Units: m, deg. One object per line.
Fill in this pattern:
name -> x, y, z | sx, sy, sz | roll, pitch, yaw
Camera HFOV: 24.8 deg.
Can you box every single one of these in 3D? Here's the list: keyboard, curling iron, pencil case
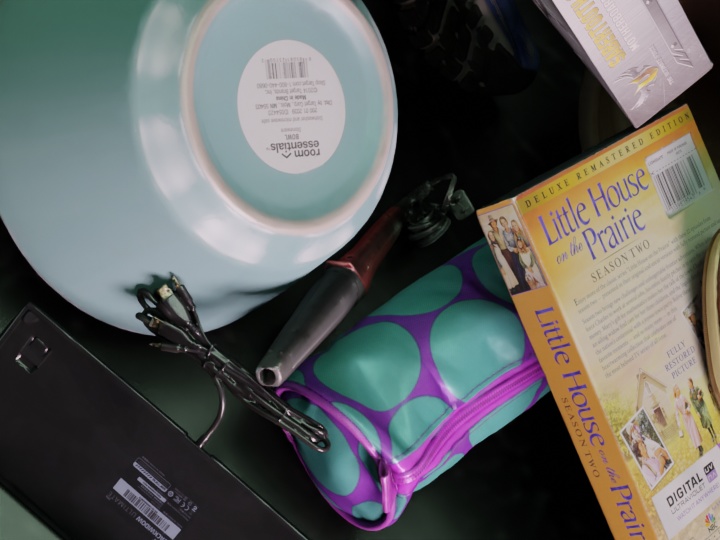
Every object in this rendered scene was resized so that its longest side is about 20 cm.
keyboard -> -0.077, 0.085, 0.724 | 0.200, 0.021, 0.127 | 40, 104, -1
curling iron -> 0.000, 0.000, 0.771 | 0.026, 0.049, 0.200 | 58, 36, -7
pencil case -> 0.056, 0.040, 0.786 | 0.199, 0.086, 0.092 | -32, 38, -27

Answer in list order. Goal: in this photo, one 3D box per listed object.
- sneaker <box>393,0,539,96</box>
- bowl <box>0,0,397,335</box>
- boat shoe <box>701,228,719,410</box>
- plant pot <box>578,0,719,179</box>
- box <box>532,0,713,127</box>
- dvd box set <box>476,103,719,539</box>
sneaker -> 0.056, -0.190, 0.890 | 0.088, 0.079, 0.201 | -16, 74, -22
bowl -> -0.061, -0.072, 0.738 | 0.199, 0.105, 0.203 | 2, 87, -38
boat shoe -> 0.212, 0.071, 0.745 | 0.072, 0.067, 0.202 | -12, 86, -43
plant pot -> 0.230, -0.114, 0.873 | 0.199, 0.201, 0.175 | 33, 43, -3
box -> 0.069, -0.171, 0.719 | 0.048, 0.200, 0.159 | -37, 56, 8
dvd box set -> 0.143, 0.037, 0.761 | 0.146, 0.029, 0.201 | -29, 97, -42
